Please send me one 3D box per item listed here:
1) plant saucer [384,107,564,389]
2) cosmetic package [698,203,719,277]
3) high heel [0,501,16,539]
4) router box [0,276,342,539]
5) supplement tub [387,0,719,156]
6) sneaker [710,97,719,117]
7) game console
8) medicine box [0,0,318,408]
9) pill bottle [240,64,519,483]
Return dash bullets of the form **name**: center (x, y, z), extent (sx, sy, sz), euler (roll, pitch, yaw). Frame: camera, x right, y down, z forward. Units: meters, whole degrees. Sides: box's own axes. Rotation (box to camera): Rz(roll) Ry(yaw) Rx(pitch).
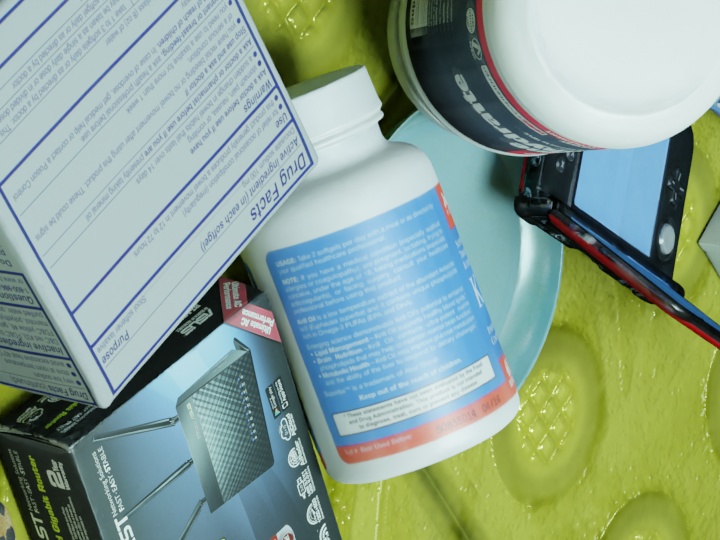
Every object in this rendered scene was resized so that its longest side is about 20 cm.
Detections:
- **plant saucer**: center (0.046, -0.003, 1.634), extent (0.200, 0.027, 0.200), euler (-11, 105, -48)
- **cosmetic package**: center (0.315, -0.045, 1.923), extent (0.151, 0.052, 0.200), euler (52, 59, -38)
- **high heel**: center (-0.212, 0.139, 1.290), extent (0.200, 0.071, 0.143), euler (-59, 136, -59)
- **router box**: center (-0.091, 0.124, 1.470), extent (0.150, 0.062, 0.200), euler (-40, 125, -36)
- **supplement tub**: center (0.102, -0.131, 1.499), extent (0.140, 0.200, 0.141), euler (0, 91, -17)
- **sneaker**: center (0.239, -0.134, 1.781), extent (0.200, 0.082, 0.074), euler (11, 69, -52)
- **game console**: center (0.186, -0.034, 1.691), extent (0.200, 0.119, 0.173), euler (31, 67, -57)
- **medicine box**: center (-0.139, -0.071, 1.345), extent (0.182, 0.103, 0.200), euler (-50, 132, -31)
- **pill bottle**: center (0.000, 0.000, 1.494), extent (0.112, 0.112, 0.200), euler (-29, 102, -43)
